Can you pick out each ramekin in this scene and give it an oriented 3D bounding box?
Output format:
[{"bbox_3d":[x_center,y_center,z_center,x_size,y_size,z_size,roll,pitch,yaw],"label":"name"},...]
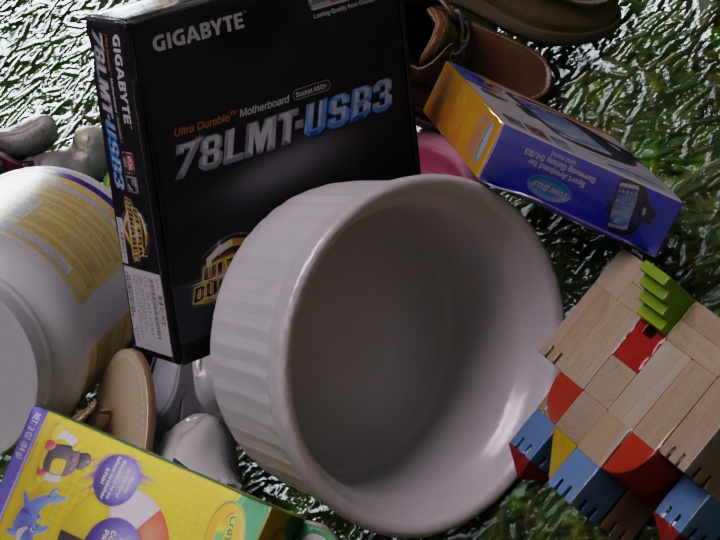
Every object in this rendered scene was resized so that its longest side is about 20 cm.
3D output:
[{"bbox_3d":[0.011,0.043,1.355,0.097,0.201,0.201,9,55,53],"label":"ramekin"}]

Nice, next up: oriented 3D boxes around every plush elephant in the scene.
[{"bbox_3d":[-0.310,-0.081,1.793,0.199,0.155,0.165,2,51,41],"label":"plush elephant"}]

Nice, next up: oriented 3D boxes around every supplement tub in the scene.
[{"bbox_3d":[-0.222,0.028,1.498,0.145,0.146,0.200,-22,11,20],"label":"supplement tub"}]

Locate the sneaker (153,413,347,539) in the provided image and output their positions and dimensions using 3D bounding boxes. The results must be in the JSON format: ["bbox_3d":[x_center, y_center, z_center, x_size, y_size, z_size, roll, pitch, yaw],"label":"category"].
[{"bbox_3d":[-0.055,0.156,1.382,0.129,0.080,0.200,-20,39,21],"label":"sneaker"}]

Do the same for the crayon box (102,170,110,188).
[{"bbox_3d":[-0.116,-0.077,1.634,0.126,0.051,0.201,40,111,54],"label":"crayon box"}]

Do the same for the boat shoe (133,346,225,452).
[{"bbox_3d":[-0.127,0.112,1.513,0.071,0.072,0.201,-33,29,35],"label":"boat shoe"}]

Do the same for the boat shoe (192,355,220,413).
[{"bbox_3d":[-0.081,0.009,1.498,0.068,0.072,0.201,-25,47,15],"label":"boat shoe"}]

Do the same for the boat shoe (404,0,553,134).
[{"bbox_3d":[0.043,-0.136,1.533,0.068,0.198,0.073,134,136,-54],"label":"boat shoe"}]

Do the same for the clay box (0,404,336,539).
[{"bbox_3d":[-0.118,0.162,1.323,0.199,0.048,0.116,19,83,31],"label":"clay box"}]

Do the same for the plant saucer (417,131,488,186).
[{"bbox_3d":[0.000,0.000,1.532,0.199,0.051,0.201,-22,39,19],"label":"plant saucer"}]

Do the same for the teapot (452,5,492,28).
[{"bbox_3d":[-0.006,-0.215,1.682,0.199,0.146,0.198,22,66,46],"label":"teapot"}]

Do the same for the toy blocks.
[{"bbox_3d":[0.152,0.082,1.292,0.137,0.100,0.200,-51,35,1],"label":"toy blocks"}]

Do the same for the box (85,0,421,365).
[{"bbox_3d":[-0.054,-0.070,1.382,0.199,0.200,0.050,-20,23,-37],"label":"box"}]

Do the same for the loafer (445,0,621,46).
[{"bbox_3d":[0.087,-0.204,1.574,0.076,0.198,0.068,-104,32,-56],"label":"loafer"}]

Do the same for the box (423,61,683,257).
[{"bbox_3d":[0.112,-0.066,1.404,0.042,0.118,0.200,-65,15,9],"label":"box"}]

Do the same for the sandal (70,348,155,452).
[{"bbox_3d":[-0.178,0.145,1.414,0.077,0.069,0.214,1,79,56],"label":"sandal"}]
